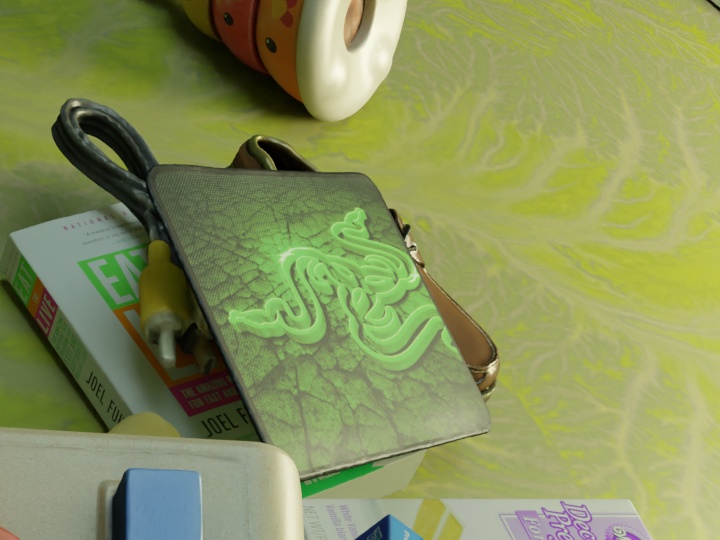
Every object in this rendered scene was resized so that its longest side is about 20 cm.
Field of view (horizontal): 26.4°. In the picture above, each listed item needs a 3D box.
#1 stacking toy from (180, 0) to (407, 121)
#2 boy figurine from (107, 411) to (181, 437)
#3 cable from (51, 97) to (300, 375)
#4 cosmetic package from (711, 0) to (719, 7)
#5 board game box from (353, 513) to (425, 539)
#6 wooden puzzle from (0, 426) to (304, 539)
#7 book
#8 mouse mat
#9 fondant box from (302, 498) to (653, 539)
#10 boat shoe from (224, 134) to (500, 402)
[{"bbox_3d":[-0.077,-0.195,1.060,0.199,0.147,0.146,18,29,21],"label":"stacking toy"},{"bbox_3d":[-0.077,0.136,0.618,0.124,0.064,0.200,30,20,-48],"label":"boy figurine"},{"bbox_3d":[-0.088,-0.024,0.772,0.097,0.050,0.201,-2,49,-33],"label":"cable"},{"bbox_3d":[0.376,-0.320,1.597,0.082,0.051,0.200,-11,49,-43],"label":"cosmetic package"},{"bbox_3d":[0.040,0.194,0.502,0.134,0.045,0.201,39,27,-22],"label":"board game box"},{"bbox_3d":[-0.101,0.133,0.498,0.199,0.046,0.186,8,57,-22],"label":"wooden puzzle"},{"bbox_3d":[-0.078,0.047,0.775,0.133,0.048,0.200,-15,53,-41],"label":"book"},{"bbox_3d":[-0.014,0.019,0.755,0.200,0.008,0.162,-3,63,-58],"label":"mouse mat"},{"bbox_3d":[0.065,0.173,0.687,0.199,0.058,0.145,6,39,-32],"label":"fondant box"},{"bbox_3d":[0.000,0.000,0.866,0.199,0.068,0.072,34,32,7],"label":"boat shoe"}]
